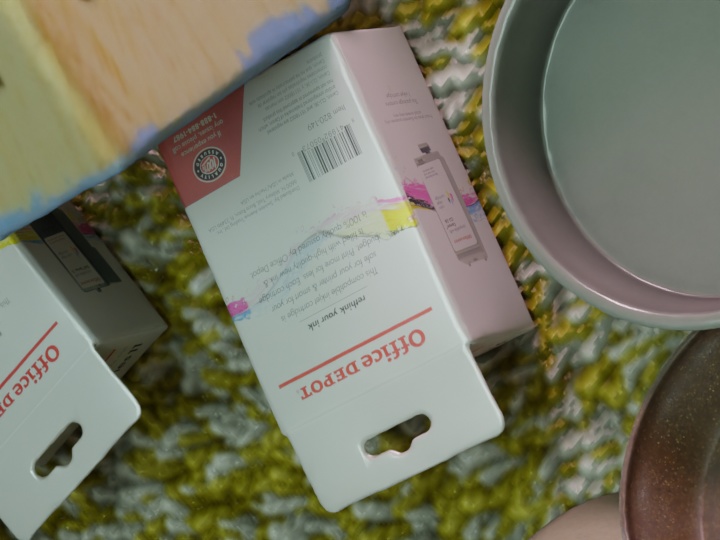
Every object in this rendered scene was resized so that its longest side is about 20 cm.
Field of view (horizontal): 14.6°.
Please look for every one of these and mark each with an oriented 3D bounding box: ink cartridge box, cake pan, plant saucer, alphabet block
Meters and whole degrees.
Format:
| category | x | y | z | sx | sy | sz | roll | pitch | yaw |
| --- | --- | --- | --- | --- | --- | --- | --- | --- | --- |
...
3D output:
| category | x | y | z | sx | sy | sz | roll | pitch | yaw |
| --- | --- | --- | --- | --- | --- | --- | --- | --- | --- |
| ink cartridge box | 0.000 | 0.000 | 1.325 | 0.116 | 0.067 | 0.200 | -27 | 82 | 31 |
| ink cartridge box | -0.181 | 0.025 | 1.436 | 0.117 | 0.067 | 0.200 | -46 | 73 | 27 |
| cake pan | 0.148 | -0.074 | 1.229 | 0.200 | 0.037 | 0.200 | 0 | 90 | 32 |
| plant saucer | 0.207 | 0.088 | 1.193 | 0.200 | 0.037 | 0.200 | -16 | 57 | 25 |
| alphabet block | -0.162 | -0.136 | 1.286 | 0.196 | 0.195 | 0.200 | -26 | 100 | 42 |

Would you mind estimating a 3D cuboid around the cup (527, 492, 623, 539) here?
| category | x | y | z | sx | sy | sz | roll | pitch | yaw |
| --- | --- | --- | --- | --- | --- | --- | --- | --- | --- |
| cup | 0.109 | 0.208 | 1.249 | 0.200 | 0.143 | 0.200 | 5 | 99 | 30 |
